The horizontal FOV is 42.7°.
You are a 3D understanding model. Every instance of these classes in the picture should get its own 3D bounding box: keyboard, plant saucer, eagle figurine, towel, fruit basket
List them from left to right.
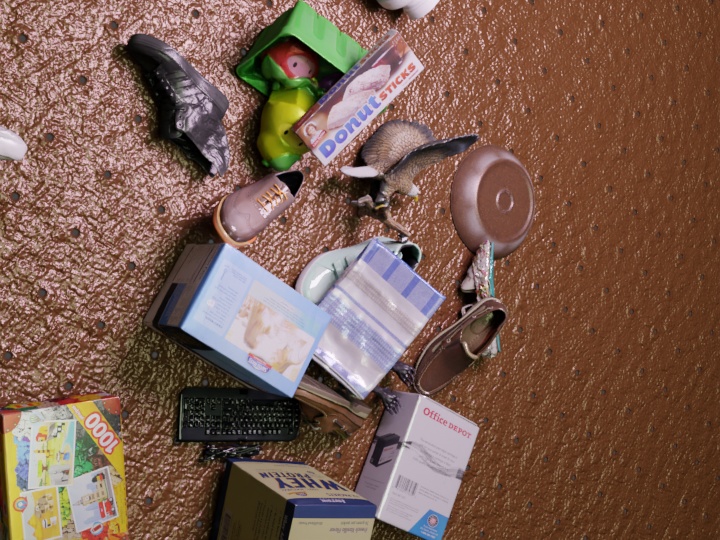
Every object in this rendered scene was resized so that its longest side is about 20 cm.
[{"bbox_3d":[-0.167,0.224,1.327,0.198,0.039,0.106,6,86,-34],"label":"keyboard"},{"bbox_3d":[-0.079,-0.249,1.333,0.214,0.155,0.219,17,63,-38],"label":"fruit basket"},{"bbox_3d":[0.010,0.071,1.350,0.147,0.024,0.200,40,89,5],"label":"towel"},{"bbox_3d":[0.069,-0.163,1.437,0.151,0.151,0.201,33,84,7],"label":"eagle figurine"},{"bbox_3d":[0.244,-0.121,1.619,0.198,0.036,0.203,-1,91,-36],"label":"plant saucer"}]

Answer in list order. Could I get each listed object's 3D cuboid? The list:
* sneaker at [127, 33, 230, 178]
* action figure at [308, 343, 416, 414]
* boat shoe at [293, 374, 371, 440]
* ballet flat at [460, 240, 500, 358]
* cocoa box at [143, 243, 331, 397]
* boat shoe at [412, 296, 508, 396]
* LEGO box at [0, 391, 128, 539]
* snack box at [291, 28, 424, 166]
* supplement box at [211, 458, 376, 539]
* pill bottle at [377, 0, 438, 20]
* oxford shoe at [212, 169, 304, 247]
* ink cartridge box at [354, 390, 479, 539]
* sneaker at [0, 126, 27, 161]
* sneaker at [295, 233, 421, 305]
[{"bbox_3d":[-0.248,-0.222,1.253,0.199,0.060,0.105,37,65,-33],"label":"sneaker"},{"bbox_3d":[0.003,0.134,1.411,0.199,0.102,0.120,37,81,-31],"label":"action figure"},{"bbox_3d":[-0.053,0.208,1.361,0.068,0.072,0.200,-57,140,-1],"label":"boat shoe"},{"bbox_3d":[0.203,0.051,1.573,0.063,0.076,0.203,-3,89,9],"label":"ballet flat"},{"bbox_3d":[-0.167,0.068,1.269,0.199,0.131,0.135,36,70,-30],"label":"cocoa box"},{"bbox_3d":[0.162,0.125,1.501,0.075,0.075,0.203,40,91,-11],"label":"boat shoe"},{"bbox_3d":[-0.377,0.263,1.154,0.147,0.077,0.203,-5,93,-35],"label":"LEGO box"},{"bbox_3d":[-0.003,-0.243,1.296,0.200,0.024,0.072,-45,124,0],"label":"snack box"},{"bbox_3d":[-0.102,0.385,1.263,0.133,0.199,0.203,11,91,-35],"label":"supplement box"},{"bbox_3d":[0.041,-0.485,1.426,0.200,0.110,0.112,42,68,-27],"label":"pill bottle"},{"bbox_3d":[-0.139,-0.095,1.272,0.072,0.073,0.200,52,30,-10],"label":"oxford shoe"},{"bbox_3d":[0.088,0.315,1.481,0.144,0.083,0.202,31,73,-31],"label":"ink cartridge box"},{"bbox_3d":[-0.497,-0.137,1.078,0.198,0.078,0.101,6,94,-26],"label":"sneaker"},{"bbox_3d":[0.000,-0.001,1.396,0.199,0.118,0.075,-30,108,-30],"label":"sneaker"}]
